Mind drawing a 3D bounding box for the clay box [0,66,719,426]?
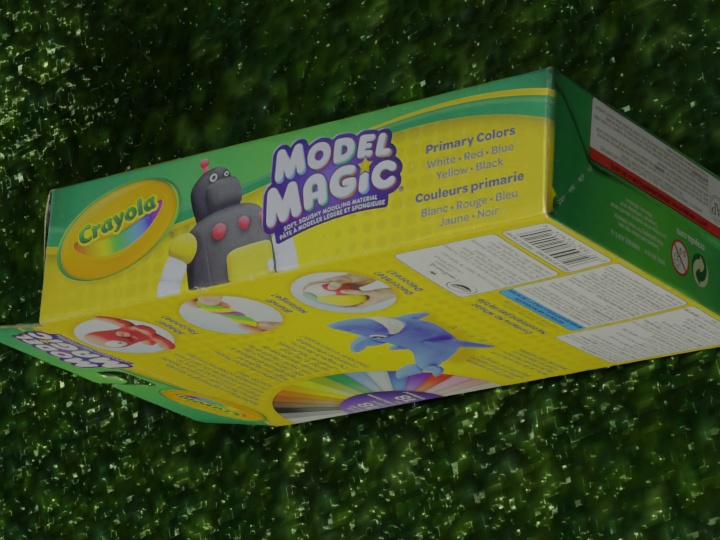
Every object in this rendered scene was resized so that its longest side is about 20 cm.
[{"bbox_3d":[0.000,0.000,0.854,0.200,0.115,0.048,-10,66,34],"label":"clay box"}]
